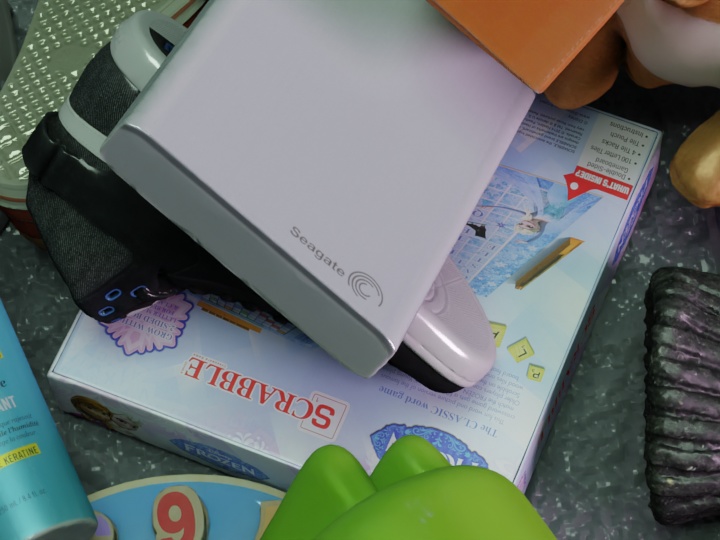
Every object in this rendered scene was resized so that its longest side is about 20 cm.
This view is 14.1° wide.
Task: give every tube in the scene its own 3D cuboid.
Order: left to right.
[{"bbox_3d":[-0.171,0.028,1.178,0.077,0.050,0.201,-24,72,-15],"label":"tube"}]

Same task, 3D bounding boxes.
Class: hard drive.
[{"bbox_3d":[-0.009,-0.063,1.141,0.132,0.027,0.200,40,41,-8],"label":"hard drive"}]

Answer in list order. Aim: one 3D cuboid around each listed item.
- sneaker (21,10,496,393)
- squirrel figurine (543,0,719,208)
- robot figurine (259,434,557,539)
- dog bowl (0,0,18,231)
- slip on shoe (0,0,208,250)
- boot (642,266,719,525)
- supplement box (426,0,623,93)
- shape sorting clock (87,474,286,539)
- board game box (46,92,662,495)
[{"bbox_3d":[-0.048,-0.001,1.173,0.200,0.073,0.112,43,113,-5],"label":"sneaker"},{"bbox_3d":[0.204,-0.102,1.195,0.186,0.142,0.201,34,59,-4],"label":"squirrel figurine"},{"bbox_3d":[0.041,0.154,1.074,0.175,0.116,0.200,-2,45,-43],"label":"robot figurine"},{"bbox_3d":[-0.239,-0.077,1.266,0.198,0.059,0.201,-1,65,2],"label":"dog bowl"},{"bbox_3d":[-0.107,-0.090,1.265,0.074,0.061,0.201,9,52,20],"label":"slip on shoe"},{"bbox_3d":[0.190,0.093,1.145,0.157,0.080,0.212,0,54,-4],"label":"boot"},{"bbox_3d":[0.069,-0.131,1.190,0.069,0.200,0.067,40,103,-8],"label":"supplement box"},{"bbox_3d":[-0.072,0.172,1.150,0.198,0.039,0.201,-1,65,3],"label":"shape sorting clock"},{"bbox_3d":[0.000,0.000,1.223,0.199,0.041,0.200,20,68,12],"label":"board game box"}]
